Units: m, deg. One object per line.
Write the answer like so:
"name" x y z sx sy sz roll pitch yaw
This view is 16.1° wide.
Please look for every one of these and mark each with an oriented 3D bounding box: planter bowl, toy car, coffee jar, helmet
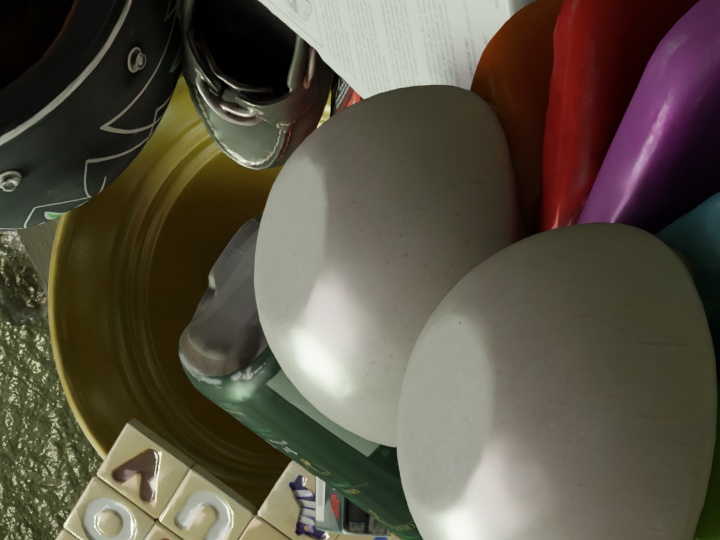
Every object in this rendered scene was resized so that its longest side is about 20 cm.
"planter bowl" -0.032 0.011 1.112 0.083 0.200 0.201 9 -131 -61
"toy car" 0.086 -0.006 0.558 0.200 0.174 0.151 47 121 59
"coffee jar" 0.046 0.055 0.781 0.200 0.086 0.104 38 176 -18
"helmet" -0.163 -0.114 1.053 0.191 0.199 0.200 62 170 -17

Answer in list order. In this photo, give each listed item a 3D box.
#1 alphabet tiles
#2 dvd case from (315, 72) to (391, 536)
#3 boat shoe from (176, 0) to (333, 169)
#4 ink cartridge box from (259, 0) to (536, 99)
"alphabet tiles" -0.039 0.155 1.080 0.200 0.008 0.168 35 121 3
"dvd case" 0.000 0.000 0.972 0.146 0.022 0.201 132 142 -82
"boat shoe" -0.044 -0.103 0.983 0.067 0.057 0.201 28 141 13
"ink cartridge box" 0.009 -0.116 0.809 0.200 0.057 0.163 50 162 37
